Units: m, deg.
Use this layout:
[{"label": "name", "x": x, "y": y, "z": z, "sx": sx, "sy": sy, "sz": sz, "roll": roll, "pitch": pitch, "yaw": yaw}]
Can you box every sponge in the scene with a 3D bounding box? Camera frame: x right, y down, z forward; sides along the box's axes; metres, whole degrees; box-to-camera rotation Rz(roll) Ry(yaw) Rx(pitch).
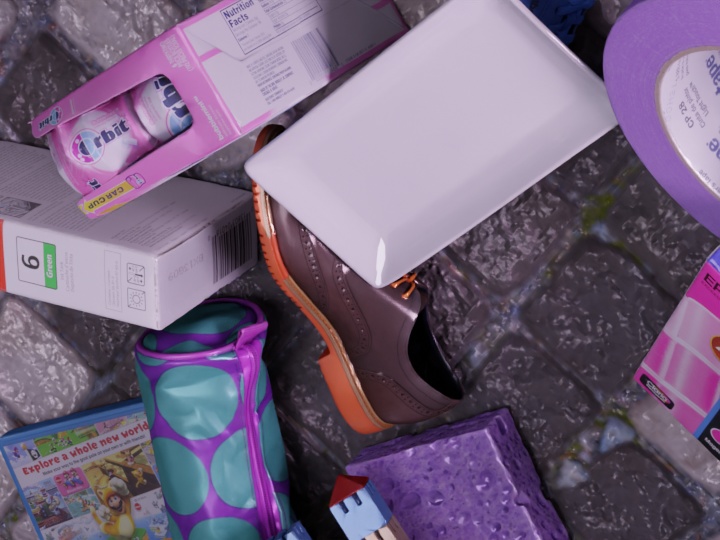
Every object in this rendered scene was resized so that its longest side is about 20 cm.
[{"label": "sponge", "x": 0.080, "y": 0.185, "z": 1.502, "sx": 0.111, "sy": 0.030, "sz": 0.200, "roll": -20, "pitch": 101, "yaw": 37}]

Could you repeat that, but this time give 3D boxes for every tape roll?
[{"label": "tape roll", "x": 0.216, "y": -0.077, "z": 1.223, "sx": 0.200, "sy": 0.066, "sz": 0.200, "roll": 31, "pitch": 155, "yaw": 17}]

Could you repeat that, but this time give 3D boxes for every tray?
[{"label": "tray", "x": 0.038, "y": -0.073, "z": 1.339, "sx": 0.107, "sy": 0.022, "sz": 0.200, "roll": 41, "pitch": 129, "yaw": -17}]

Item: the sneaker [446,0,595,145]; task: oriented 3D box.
[{"label": "sneaker", "x": 0.093, "y": -0.144, "z": 1.325, "sx": 0.078, "sy": 0.066, "sz": 0.200, "roll": 17, "pitch": 118, "yaw": 25}]

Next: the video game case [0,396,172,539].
[{"label": "video game case", "x": -0.141, "y": 0.183, "z": 1.642, "sx": 0.143, "sy": 0.018, "sz": 0.200, "roll": -15, "pitch": 103, "yaw": 36}]

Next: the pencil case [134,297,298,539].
[{"label": "pencil case", "x": -0.078, "y": 0.121, "z": 1.535, "sx": 0.092, "sy": 0.085, "sz": 0.200, "roll": 8, "pitch": 116, "yaw": 46}]

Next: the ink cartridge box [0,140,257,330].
[{"label": "ink cartridge box", "x": -0.173, "y": -0.025, "z": 1.512, "sx": 0.200, "sy": 0.109, "sz": 0.050, "roll": 12, "pitch": 116, "yaw": 27}]

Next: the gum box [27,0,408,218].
[{"label": "gum box", "x": -0.074, "y": -0.103, "z": 1.360, "sx": 0.113, "sy": 0.200, "sz": 0.066, "roll": -28, "pitch": 95, "yaw": 35}]

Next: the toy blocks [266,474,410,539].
[{"label": "toy blocks", "x": -0.030, "y": 0.211, "z": 1.479, "sx": 0.200, "sy": 0.100, "sz": 0.137, "roll": -32, "pitch": 93, "yaw": 12}]

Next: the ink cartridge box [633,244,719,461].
[{"label": "ink cartridge box", "x": 0.205, "y": 0.040, "z": 1.299, "sx": 0.095, "sy": 0.037, "sz": 0.200, "roll": 45, "pitch": 154, "yaw": 12}]

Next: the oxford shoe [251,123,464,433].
[{"label": "oxford shoe", "x": 0.000, "y": 0.000, "z": 1.441, "sx": 0.072, "sy": 0.071, "sz": 0.200, "roll": -11, "pitch": 121, "yaw": 27}]
